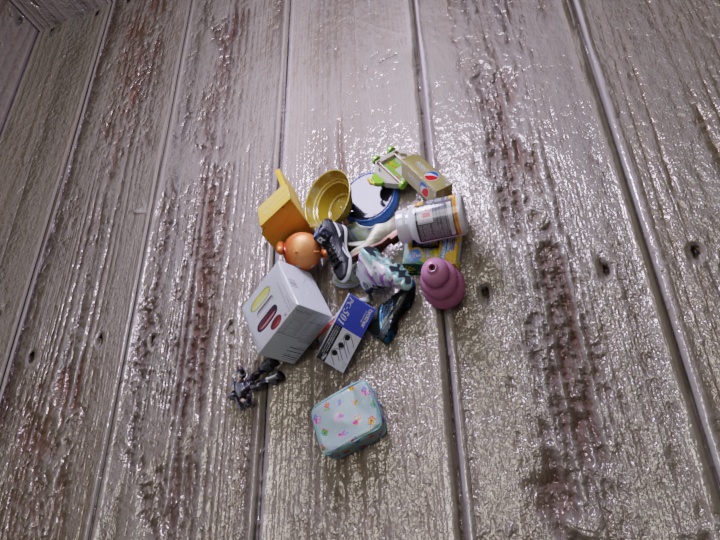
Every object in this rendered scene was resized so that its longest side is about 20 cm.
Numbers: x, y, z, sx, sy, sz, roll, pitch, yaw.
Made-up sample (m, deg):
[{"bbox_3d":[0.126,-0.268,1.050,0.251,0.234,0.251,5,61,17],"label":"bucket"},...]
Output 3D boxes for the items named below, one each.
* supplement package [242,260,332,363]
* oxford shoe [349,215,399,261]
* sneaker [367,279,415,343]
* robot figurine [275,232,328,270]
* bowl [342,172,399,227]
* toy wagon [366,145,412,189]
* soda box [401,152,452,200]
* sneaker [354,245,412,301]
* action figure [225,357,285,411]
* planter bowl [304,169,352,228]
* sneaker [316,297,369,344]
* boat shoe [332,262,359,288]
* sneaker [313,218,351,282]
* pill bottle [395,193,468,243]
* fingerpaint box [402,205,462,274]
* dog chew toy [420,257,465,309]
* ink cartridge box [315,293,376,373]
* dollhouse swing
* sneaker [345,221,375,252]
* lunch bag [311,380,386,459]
[{"bbox_3d":[-0.220,0.124,1.692,0.201,0.145,0.193,-49,46,18],"label":"supplement package"},{"bbox_3d":[0.046,-0.094,1.754,0.196,0.071,0.075,-28,68,-9],"label":"oxford shoe"},{"bbox_3d":[0.092,0.105,1.663,0.080,0.073,0.203,24,74,30],"label":"sneaker"},{"bbox_3d":[-0.185,-0.060,1.799,0.117,0.144,0.200,-48,13,-8],"label":"robot figurine"},{"bbox_3d":[0.031,-0.236,1.895,0.194,0.040,0.206,-10,60,17],"label":"bowl"},{"bbox_3d":[0.102,-0.324,1.873,0.197,0.040,0.155,-33,61,-21],"label":"toy wagon"},{"bbox_3d":[0.200,-0.276,1.753,0.063,0.069,0.201,-25,48,-17],"label":"soda box"},{"bbox_3d":[0.060,0.036,1.672,0.199,0.076,0.143,39,122,33],"label":"sneaker"},{"bbox_3d":[-0.325,0.335,1.719,0.197,0.069,0.132,-32,64,9],"label":"action figure"},{"bbox_3d":[-0.085,-0.217,1.866,0.196,0.083,0.207,-18,61,35],"label":"planter bowl"},{"bbox_3d":[-0.042,0.161,1.704,0.198,0.077,0.083,-38,75,5],"label":"sneaker"},{"bbox_3d":[0.000,0.000,1.765,0.194,0.062,0.074,-15,58,15],"label":"boat shoe"},{"bbox_3d":[-0.091,-0.063,1.720,0.073,0.110,0.205,-39,45,37],"label":"sneaker"},{"bbox_3d":[0.203,-0.142,1.636,0.194,0.117,0.120,-10,59,17],"label":"pill bottle"},{"bbox_3d":[0.220,-0.094,1.717,0.162,0.074,0.206,0,64,22],"label":"fingerpaint box"},{"bbox_3d":[0.218,0.028,1.572,0.121,0.200,0.129,-8,65,18],"label":"dog chew toy"},{"bbox_3d":[-0.042,0.178,1.646,0.092,0.044,0.204,28,88,-4],"label":"ink cartridge box"},{"bbox_3d":[-0.267,-0.194,1.899,0.181,0.201,0.176,-41,56,-4],"label":"dollhouse swing"},{"bbox_3d":[-0.030,-0.113,1.838,0.194,0.067,0.093,5,67,17],"label":"sneaker"},{"bbox_3d":[-0.029,0.399,1.553,0.196,0.077,0.163,-28,55,6],"label":"lunch bag"}]
